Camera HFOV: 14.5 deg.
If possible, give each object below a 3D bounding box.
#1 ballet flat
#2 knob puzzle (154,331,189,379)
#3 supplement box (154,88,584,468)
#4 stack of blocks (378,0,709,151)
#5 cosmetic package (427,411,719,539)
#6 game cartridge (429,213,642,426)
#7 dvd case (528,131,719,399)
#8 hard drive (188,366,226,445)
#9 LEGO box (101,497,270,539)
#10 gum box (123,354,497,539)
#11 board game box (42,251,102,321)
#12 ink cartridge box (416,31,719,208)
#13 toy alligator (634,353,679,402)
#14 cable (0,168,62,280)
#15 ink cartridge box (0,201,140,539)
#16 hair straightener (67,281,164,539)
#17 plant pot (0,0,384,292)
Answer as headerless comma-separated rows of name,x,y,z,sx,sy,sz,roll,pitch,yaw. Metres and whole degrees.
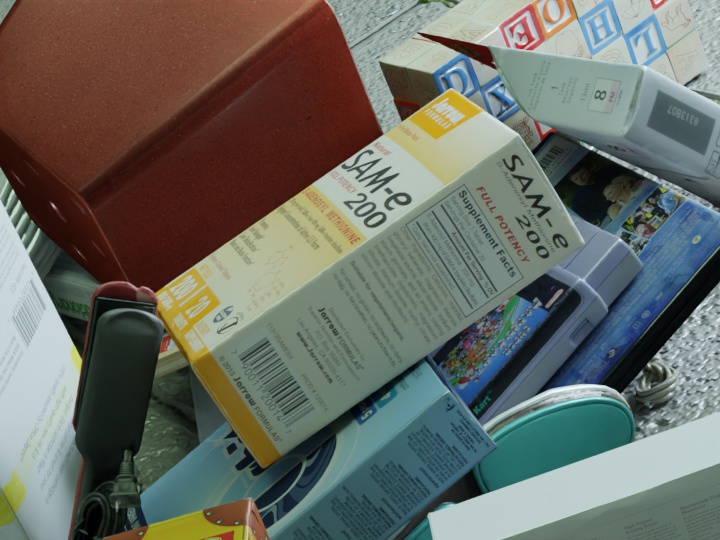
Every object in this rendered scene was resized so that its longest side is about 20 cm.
ballet flat,0.051,0.119,1.439,0.200,0.069,0.069,-38,30,-22
knob puzzle,-0.037,0.025,1.611,0.220,0.030,0.220,-23,4,2
supplement box,0.000,0.000,1.446,0.200,0.074,0.126,-35,20,-4
stack of blocks,0.118,-0.131,1.791,0.200,0.115,0.059,-36,30,-25
cosmetic package,0.140,0.124,1.337,0.200,0.083,0.051,-19,27,3
game cartridge,0.051,0.046,1.535,0.200,0.038,0.130,-48,28,-8
dvd case,0.113,0.003,1.562,0.143,0.018,0.200,-49,32,-5
hard drive,-0.039,0.040,1.689,0.132,0.026,0.200,-20,27,2
LEGO box,-0.062,0.220,1.232,0.077,0.149,0.200,-16,28,10
gum box,-0.037,0.113,1.447,0.200,0.045,0.170,-40,20,1
board game box,-0.153,-0.018,1.841,0.126,0.035,0.200,-33,20,-21
ink cartridge box,0.144,-0.083,1.645,0.200,0.163,0.057,9,80,50
toy alligator,0.148,0.003,1.586,0.059,0.054,0.200,-19,27,6
cable,-0.263,-0.016,1.840,0.200,0.069,0.200,-22,36,42
ink cartridge box,-0.209,0.085,1.538,0.083,0.200,0.145,-15,27,20
hair straightener,-0.137,0.110,1.448,0.041,0.200,0.077,12,17,-14
plant pot,-0.118,-0.090,1.696,0.176,0.200,0.200,-40,53,-13
